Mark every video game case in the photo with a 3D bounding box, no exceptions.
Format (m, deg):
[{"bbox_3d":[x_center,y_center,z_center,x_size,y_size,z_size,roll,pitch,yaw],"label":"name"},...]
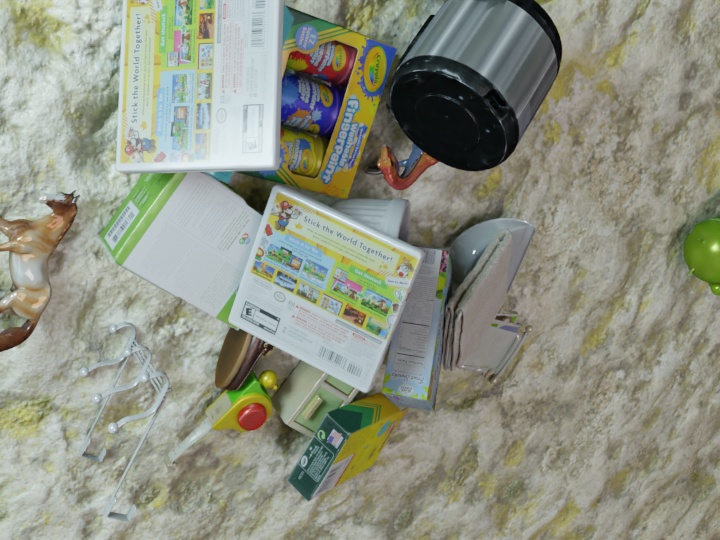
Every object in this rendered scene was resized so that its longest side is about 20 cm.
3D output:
[{"bbox_3d":[-0.171,-0.206,0.906,0.179,0.023,0.204,0,86,12],"label":"video game case"},{"bbox_3d":[-0.045,0.021,1.018,0.184,0.198,0.023,-69,166,16],"label":"video game case"}]

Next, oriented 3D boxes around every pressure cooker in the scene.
[{"bbox_3d":[0.149,-0.244,1.037,0.178,0.175,0.201,40,66,-14],"label":"pressure cooker"}]

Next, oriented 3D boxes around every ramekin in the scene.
[{"bbox_3d":[0.000,0.000,1.118,0.103,0.201,0.203,8,114,7],"label":"ramekin"}]

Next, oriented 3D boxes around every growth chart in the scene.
[{"bbox_3d":[0.194,0.110,1.375,0.198,0.018,0.146,21,113,-35],"label":"growth chart"}]

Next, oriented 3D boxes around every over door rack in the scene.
[{"bbox_3d":[-0.306,0.184,1.049,0.066,0.147,0.203,9,107,-35],"label":"over door rack"}]

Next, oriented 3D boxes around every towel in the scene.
[{"bbox_3d":[0.172,0.043,1.223,0.200,0.034,0.134,-51,151,-40],"label":"towel"}]

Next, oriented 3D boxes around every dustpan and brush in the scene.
[{"bbox_3d":[0.159,-0.021,1.294,0.198,0.057,0.141,-5,127,-36],"label":"dustpan and brush"}]

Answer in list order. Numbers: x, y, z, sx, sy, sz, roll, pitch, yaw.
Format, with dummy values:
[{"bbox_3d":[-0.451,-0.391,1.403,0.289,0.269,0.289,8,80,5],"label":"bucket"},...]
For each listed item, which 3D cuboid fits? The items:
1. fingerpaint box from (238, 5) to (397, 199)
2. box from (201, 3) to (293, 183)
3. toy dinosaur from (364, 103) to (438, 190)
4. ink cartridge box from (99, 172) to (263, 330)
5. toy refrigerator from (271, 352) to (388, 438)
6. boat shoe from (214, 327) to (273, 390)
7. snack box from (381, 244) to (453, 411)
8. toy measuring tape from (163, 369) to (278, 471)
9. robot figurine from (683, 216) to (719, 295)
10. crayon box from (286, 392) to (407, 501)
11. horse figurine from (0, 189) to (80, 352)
[{"bbox_3d":[-0.066,-0.207,1.051,0.165,0.073,0.203,11,107,-33],"label":"fingerpaint box"},{"bbox_3d":[-0.151,-0.207,0.938,0.049,0.081,0.203,26,86,-77],"label":"box"},{"bbox_3d":[0.094,-0.174,1.110,0.106,0.197,0.183,73,26,-46],"label":"toy dinosaur"},{"bbox_3d":[-0.196,-0.037,1.056,0.199,0.076,0.149,36,91,-39],"label":"ink cartridge box"},{"bbox_3d":[-0.035,0.144,1.240,0.076,0.070,0.201,37,92,-38],"label":"toy refrigerator"},{"bbox_3d":[-0.133,0.075,1.148,0.070,0.070,0.202,19,102,-31],"label":"boat shoe"},{"bbox_3d":[0.083,0.085,1.183,0.169,0.067,0.203,60,37,-73],"label":"snack box"},{"bbox_3d":[-0.185,0.216,1.191,0.200,0.074,0.074,-45,127,5],"label":"toy measuring tape"},{"bbox_3d":[0.674,-0.043,1.542,0.197,0.116,0.178,-13,123,-25],"label":"robot figurine"},{"bbox_3d":[-0.014,0.257,1.271,0.128,0.051,0.199,-60,157,17],"label":"crayon box"},{"bbox_3d":[-0.396,0.004,0.967,0.131,0.050,0.203,-3,106,-41],"label":"horse figurine"}]
